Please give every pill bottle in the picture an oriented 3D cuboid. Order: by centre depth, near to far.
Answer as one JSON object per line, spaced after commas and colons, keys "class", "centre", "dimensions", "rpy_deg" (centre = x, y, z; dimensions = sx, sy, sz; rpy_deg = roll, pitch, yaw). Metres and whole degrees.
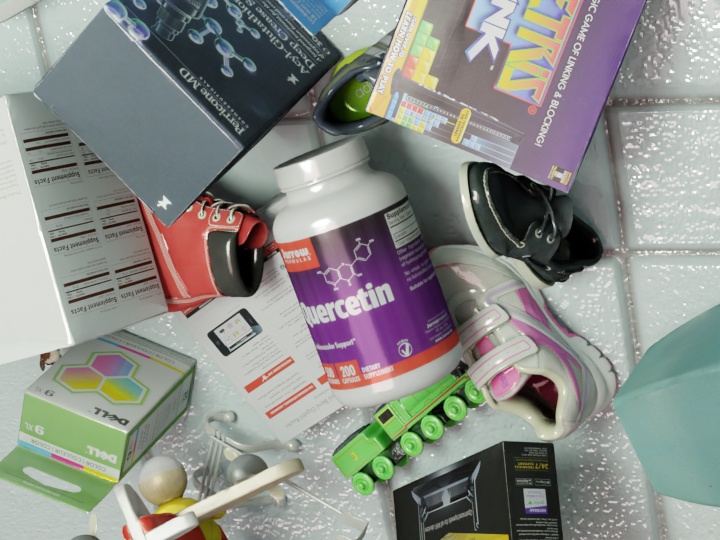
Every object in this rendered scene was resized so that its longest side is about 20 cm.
{"class": "pill bottle", "centre": [0.000, 0.000, 1.461], "dimensions": [0.112, 0.112, 0.201], "rpy_deg": [-16, 99, 30]}

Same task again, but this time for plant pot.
{"class": "plant pot", "centre": [0.308, 0.099, 1.416], "dimensions": [0.199, 0.141, 0.142], "rpy_deg": [-17, 108, 38]}

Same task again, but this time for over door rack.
{"class": "over door rack", "centre": [-0.074, 0.237, 1.692], "dimensions": [0.200, 0.066, 0.149], "rpy_deg": [35, 127, 29]}

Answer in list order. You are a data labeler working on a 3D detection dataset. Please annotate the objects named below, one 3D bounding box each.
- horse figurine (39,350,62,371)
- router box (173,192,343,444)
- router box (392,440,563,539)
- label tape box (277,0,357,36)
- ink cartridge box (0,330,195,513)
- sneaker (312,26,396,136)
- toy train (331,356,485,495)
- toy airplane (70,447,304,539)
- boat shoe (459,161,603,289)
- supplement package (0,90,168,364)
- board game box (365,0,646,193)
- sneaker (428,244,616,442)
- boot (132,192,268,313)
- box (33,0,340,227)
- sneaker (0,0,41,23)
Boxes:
{"class": "horse figurine", "centre": [-0.304, -0.012, 1.662], "dimensions": [0.201, 0.050, 0.132], "rpy_deg": [59, 155, -3]}
{"class": "router box", "centre": [-0.050, 0.031, 1.592], "dimensions": [0.200, 0.049, 0.180], "rpy_deg": [-34, 99, 34]}
{"class": "router box", "centre": [0.098, 0.242, 1.541], "dimensions": [0.200, 0.052, 0.159], "rpy_deg": [-34, 56, 58]}
{"class": "label tape box", "centre": [-0.026, -0.271, 1.328], "dimensions": [0.144, 0.200, 0.063], "rpy_deg": [45, 125, -4]}
{"class": "ink cartridge box", "centre": [-0.235, 0.127, 1.633], "dimensions": [0.103, 0.200, 0.060], "rpy_deg": [20, 119, 12]}
{"class": "sneaker", "centre": [0.042, -0.160, 1.428], "dimensions": [0.200, 0.081, 0.074], "rpy_deg": [-36, 99, 32]}
{"class": "toy train", "centre": [0.047, 0.129, 1.608], "dimensions": [0.056, 0.042, 0.200], "rpy_deg": [50, 125, 6]}
{"class": "toy airplane", "centre": [-0.167, 0.220, 1.593], "dimensions": [0.200, 0.199, 0.142], "rpy_deg": [-58, 42, 44]}
{"class": "boat shoe", "centre": [0.135, -0.037, 1.406], "dimensions": [0.066, 0.075, 0.199], "rpy_deg": [-11, 153, 23]}
{"class": "supplement package", "centre": [-0.294, -0.028, 1.510], "dimensions": [0.190, 0.147, 0.202], "rpy_deg": [-15, 92, 28]}
{"class": "board game box", "centre": [0.115, -0.181, 1.351], "dimensions": [0.164, 0.057, 0.201], "rpy_deg": [22, 104, 4]}
{"class": "sneaker", "centre": [0.121, 0.060, 1.506], "dimensions": [0.200, 0.088, 0.081], "rpy_deg": [41, 125, 0]}
{"class": "boot", "centre": [-0.144, -0.070, 1.541], "dimensions": [0.144, 0.072, 0.202], "rpy_deg": [-12, 93, 37]}
{"class": "box", "centre": [-0.131, -0.155, 1.438], "dimensions": [0.148, 0.200, 0.107], "rpy_deg": [45, 125, -4]}
{"class": "sneaker", "centre": [-0.268, -0.288, 1.501], "dimensions": [0.200, 0.074, 0.119], "rpy_deg": [-22, 112, 34]}
